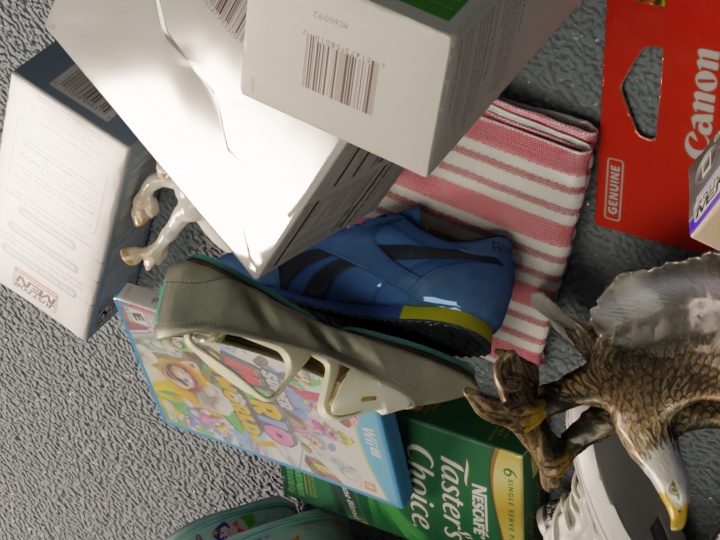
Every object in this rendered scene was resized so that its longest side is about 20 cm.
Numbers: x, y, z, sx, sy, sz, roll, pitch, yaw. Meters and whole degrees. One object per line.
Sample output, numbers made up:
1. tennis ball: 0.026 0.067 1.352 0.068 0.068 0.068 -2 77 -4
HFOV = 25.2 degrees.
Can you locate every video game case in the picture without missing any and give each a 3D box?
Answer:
1. video game case: -0.064 0.085 1.082 0.199 0.018 0.143 16 143 25

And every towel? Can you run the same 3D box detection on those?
1. towel: 0.062 -0.031 0.981 0.146 0.030 0.201 24 136 17

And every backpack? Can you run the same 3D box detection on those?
1. backpack: -0.076 0.258 1.197 0.151 0.177 0.200 60 143 26

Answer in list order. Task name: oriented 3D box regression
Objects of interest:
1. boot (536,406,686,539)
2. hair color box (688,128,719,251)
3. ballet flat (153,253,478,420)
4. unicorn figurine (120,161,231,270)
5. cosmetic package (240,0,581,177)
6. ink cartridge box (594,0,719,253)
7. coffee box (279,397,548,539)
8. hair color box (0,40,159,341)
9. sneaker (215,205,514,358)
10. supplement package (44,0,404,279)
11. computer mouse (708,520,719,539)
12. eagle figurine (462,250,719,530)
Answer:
1. boot: 0.148 0.156 1.032 0.095 0.074 0.201 -3 117 42
2. hair color box: 0.267 -0.028 0.755 0.199 0.065 0.109 25 128 -7
3. ballet flat: -0.028 0.054 0.943 0.199 0.064 0.067 23 164 -14
4. unicorn figurine: -0.092 -0.032 1.046 0.137 0.074 0.200 -31 132 34
5. cosmetic package: 0.038 -0.145 0.779 0.107 0.200 0.085 24 136 15
6. ink cartridge box: 0.200 -0.071 0.837 0.173 0.044 0.201 16 131 24
7. coffee box: 0.034 0.131 1.114 0.199 0.044 0.123 17 131 25
8. hair color box: -0.199 -0.054 1.125 0.099 0.061 0.200 33 136 10
9. sneaker: 0.000 0.000 0.982 0.199 0.079 0.066 6 160 27
10. supplement package: -0.056 -0.131 0.894 0.200 0.111 0.156 49 138 11
11. computer mouse: 0.235 0.164 0.958 0.200 0.138 0.053 -56 49 35
12. eagle figurine: 0.178 0.068 0.886 0.199 0.152 0.152 -20 94 18
